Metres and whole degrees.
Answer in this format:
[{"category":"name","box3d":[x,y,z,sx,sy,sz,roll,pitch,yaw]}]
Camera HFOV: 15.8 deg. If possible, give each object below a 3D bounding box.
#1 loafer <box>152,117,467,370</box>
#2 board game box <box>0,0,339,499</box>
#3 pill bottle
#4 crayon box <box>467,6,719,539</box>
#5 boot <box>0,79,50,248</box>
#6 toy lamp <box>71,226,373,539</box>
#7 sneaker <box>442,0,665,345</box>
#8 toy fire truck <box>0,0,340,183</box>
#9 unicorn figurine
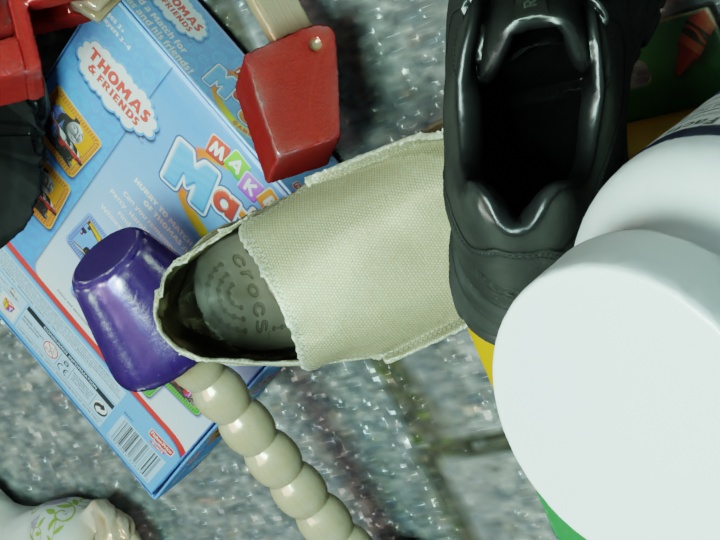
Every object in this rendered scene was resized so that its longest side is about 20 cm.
[{"category":"loafer","box3d":[0.000,0.000,0.906,0.200,0.068,0.076,-23,95,47]},{"category":"board game box","box3d":[-0.086,-0.013,1.077,0.151,0.037,0.200,49,139,7]},{"category":"pill bottle","box3d":[0.132,-0.001,0.760,0.115,0.200,0.116,23,130,31]},{"category":"crayon box","box3d":[0.101,0.018,0.914,0.127,0.051,0.201,-12,106,46]},{"category":"boot","box3d":[-0.200,-0.052,1.092,0.168,0.076,0.201,51,137,40]},{"category":"toy lamp","box3d":[-0.044,0.066,1.031,0.058,0.058,0.200,-9,125,45]},{"category":"sneaker","box3d":[0.059,-0.080,0.807,0.075,0.201,0.091,-4,156,7]},{"category":"toy fire truck","box3d":[-0.094,-0.123,0.967,0.049,0.140,0.201,122,133,-78]},{"category":"unicorn figurine","box3d":[-0.167,0.144,1.236,0.199,0.074,0.138,-12,98,31]}]
